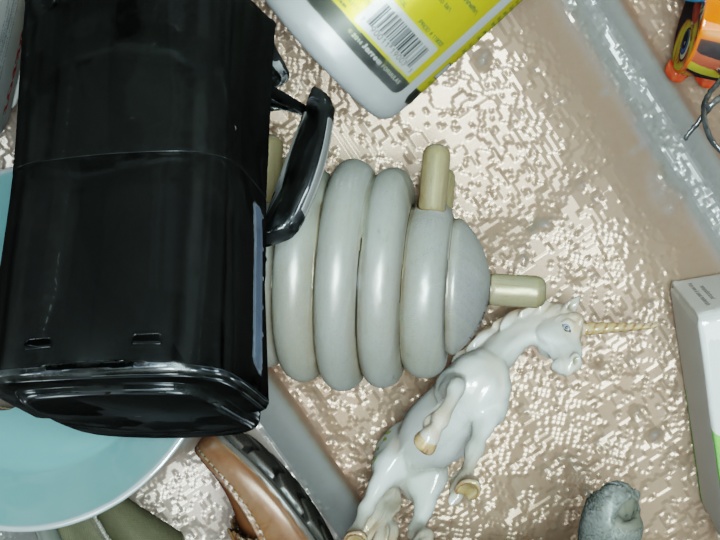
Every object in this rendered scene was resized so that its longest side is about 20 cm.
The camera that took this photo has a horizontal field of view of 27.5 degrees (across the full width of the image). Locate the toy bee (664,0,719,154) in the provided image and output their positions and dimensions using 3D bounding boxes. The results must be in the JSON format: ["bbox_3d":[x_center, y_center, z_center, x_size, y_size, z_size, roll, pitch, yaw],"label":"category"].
[{"bbox_3d":[0.188,-0.147,0.787,0.131,0.109,0.200,32,76,2],"label":"toy bee"}]

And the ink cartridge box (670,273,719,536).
[{"bbox_3d":[0.289,0.066,0.829,0.200,0.084,0.146,-10,102,3],"label":"ink cartridge box"}]

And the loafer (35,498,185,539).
[{"bbox_3d":[-0.139,0.156,0.851,0.070,0.075,0.200,-25,125,-7],"label":"loafer"}]

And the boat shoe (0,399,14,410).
[{"bbox_3d":[-0.236,0.008,0.755,0.073,0.074,0.200,-47,63,3],"label":"boat shoe"}]

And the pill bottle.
[{"bbox_3d":[0.048,-0.183,0.763,0.200,0.112,0.112,-42,99,8],"label":"pill bottle"}]

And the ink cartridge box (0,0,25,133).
[{"bbox_3d":[-0.214,-0.100,0.693,0.083,0.200,0.147,15,119,-7],"label":"ink cartridge box"}]

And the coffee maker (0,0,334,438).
[{"bbox_3d":[-0.111,-0.033,0.679,0.135,0.192,0.200,-13,66,33],"label":"coffee maker"}]

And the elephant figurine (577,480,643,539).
[{"bbox_3d":[0.094,0.214,0.843,0.155,0.142,0.200,-25,108,-9],"label":"elephant figurine"}]

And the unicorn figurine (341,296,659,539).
[{"bbox_3d":[0.056,0.086,0.817,0.200,0.137,0.074,-35,104,32],"label":"unicorn figurine"}]

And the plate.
[{"bbox_3d":[-0.169,0.039,0.778,0.200,0.026,0.200,-2,72,7],"label":"plate"}]

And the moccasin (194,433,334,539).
[{"bbox_3d":[-0.046,0.184,0.870,0.078,0.074,0.201,-28,110,-2],"label":"moccasin"}]

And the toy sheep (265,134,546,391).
[{"bbox_3d":[0.000,0.000,0.796,0.200,0.138,0.138,3,103,11],"label":"toy sheep"}]
